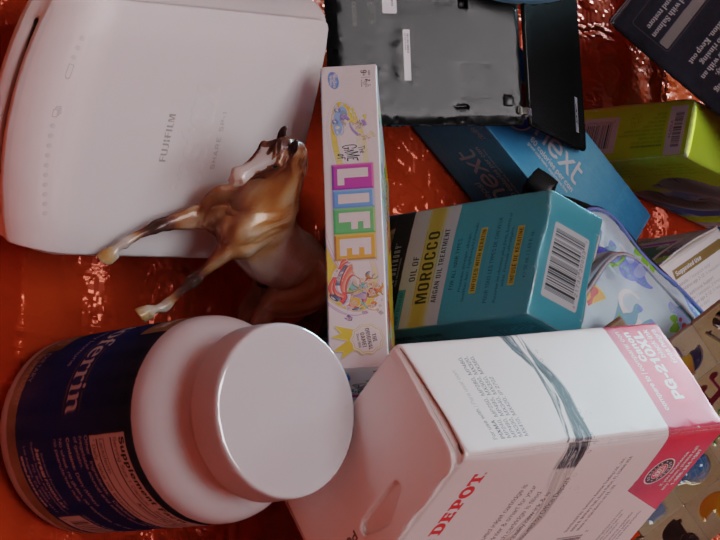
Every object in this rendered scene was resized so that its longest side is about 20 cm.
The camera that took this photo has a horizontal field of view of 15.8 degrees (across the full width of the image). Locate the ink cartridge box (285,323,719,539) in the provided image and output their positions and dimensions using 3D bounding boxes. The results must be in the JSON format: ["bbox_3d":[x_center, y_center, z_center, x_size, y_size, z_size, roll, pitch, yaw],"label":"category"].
[{"bbox_3d":[0.079,0.109,1.456,0.200,0.145,0.084,-3,50,-39],"label":"ink cartridge box"}]

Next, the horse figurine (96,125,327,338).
[{"bbox_3d":[-0.065,0.002,1.523,0.132,0.050,0.200,-35,140,-2],"label":"horse figurine"}]

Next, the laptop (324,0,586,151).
[{"bbox_3d":[0.062,-0.171,1.670,0.199,0.103,0.178,-1,82,-15],"label":"laptop"}]

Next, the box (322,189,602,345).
[{"bbox_3d":[0.054,0.006,1.592,0.049,0.200,0.083,27,66,-37],"label":"box"}]

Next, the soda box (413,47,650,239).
[{"bbox_3d":[0.106,-0.079,1.741,0.200,0.064,0.068,50,55,-24],"label":"soda box"}]

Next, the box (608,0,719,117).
[{"bbox_3d":[0.303,-0.159,1.790,0.200,0.118,0.197,41,21,8],"label":"box"}]

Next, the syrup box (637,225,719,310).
[{"bbox_3d":[0.235,0.077,1.820,0.081,0.079,0.200,-33,105,-39],"label":"syrup box"}]

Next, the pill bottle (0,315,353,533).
[{"bbox_3d":[-0.102,0.086,1.444,0.116,0.200,0.116,8,78,-40],"label":"pill bottle"}]

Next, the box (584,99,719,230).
[{"bbox_3d":[0.257,-0.066,1.831,0.200,0.122,0.048,21,76,-36],"label":"box"}]

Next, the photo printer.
[{"bbox_3d":[-0.123,-0.088,1.507,0.200,0.069,0.167,2,108,-41],"label":"photo printer"}]

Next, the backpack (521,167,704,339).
[{"bbox_3d":[0.126,0.073,1.657,0.200,0.147,0.183,-47,115,-6],"label":"backpack"}]

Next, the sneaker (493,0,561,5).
[{"bbox_3d":[0.065,-0.229,1.575,0.200,0.096,0.079,29,79,-8],"label":"sneaker"}]

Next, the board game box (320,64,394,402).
[{"bbox_3d":[0.000,0.000,1.518,0.135,0.034,0.200,83,5,-60],"label":"board game box"}]

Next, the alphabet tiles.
[{"bbox_3d":[0.175,0.109,1.599,0.200,0.008,0.167,-37,115,-3],"label":"alphabet tiles"}]
